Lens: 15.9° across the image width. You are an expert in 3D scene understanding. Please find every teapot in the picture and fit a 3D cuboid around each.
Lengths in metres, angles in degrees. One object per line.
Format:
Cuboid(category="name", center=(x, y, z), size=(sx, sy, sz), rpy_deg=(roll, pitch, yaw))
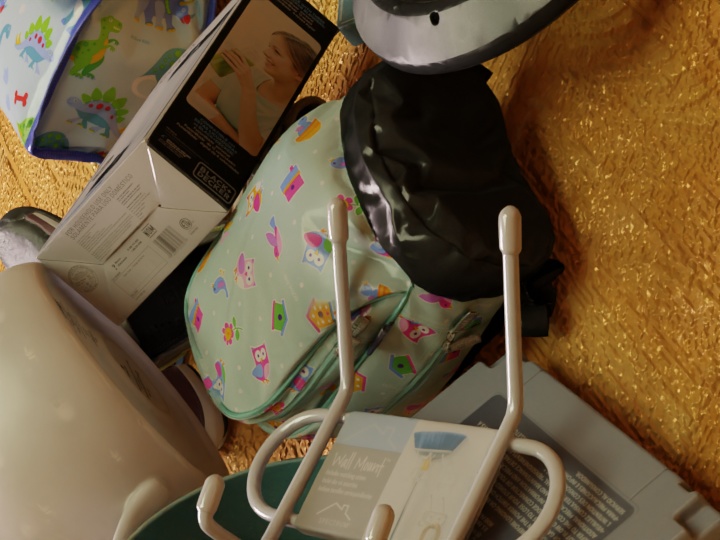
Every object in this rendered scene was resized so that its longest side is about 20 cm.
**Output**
Cuboid(category="teapot", center=(-0.174, 0.105, 1.394), size=(0.146, 0.198, 0.200), rpy_deg=(-41, -9, 2))

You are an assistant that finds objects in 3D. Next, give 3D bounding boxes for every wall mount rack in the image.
Cuboid(category="wall mount rack", center=(0.012, 0.059, 1.190), size=(0.200, 0.075, 0.174), rpy_deg=(5, 62, 45))

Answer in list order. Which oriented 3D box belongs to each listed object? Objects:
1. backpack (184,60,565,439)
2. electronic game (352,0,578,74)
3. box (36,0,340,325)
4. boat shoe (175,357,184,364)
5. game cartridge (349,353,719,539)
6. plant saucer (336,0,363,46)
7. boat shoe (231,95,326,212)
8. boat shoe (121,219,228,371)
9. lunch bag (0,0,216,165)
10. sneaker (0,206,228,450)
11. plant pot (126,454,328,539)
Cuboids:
Cuboid(category="backpack", center=(0.000, 0.000, 1.330), size=(0.200, 0.126, 0.167), rpy_deg=(-52, 38, 38))
Cuboid(category="electronic game", center=(0.074, -0.182, 1.279), size=(0.200, 0.042, 0.200), rpy_deg=(-31, 38, 28))
Cuboid(category="box", center=(-0.094, -0.073, 1.437), size=(0.117, 0.060, 0.200), rpy_deg=(-43, 12, 38))
Cuboid(category="boat shoe", center=(-0.146, 0.005, 1.670), size=(0.084, 0.068, 0.201), rpy_deg=(41, 120, 59))
Cuboid(category="game cartridge", center=(0.069, 0.118, 1.181), size=(0.133, 0.042, 0.200), rpy_deg=(-42, 32, -5))
Cuboid(category="plant saucer", center=(0.039, -0.178, 1.436), size=(0.200, 0.019, 0.070), rpy_deg=(-14, 69, 62))
Cuboid(category="boat shoe", center=(-0.040, -0.006, 1.472), size=(0.065, 0.071, 0.201), rpy_deg=(-41, 45, 52))
Cuboid(category="boat shoe", center=(-0.140, 0.031, 1.528), size=(0.072, 0.201, 0.060), rpy_deg=(59, 167, 2))
Cuboid(category="lunch bag", center=(-0.174, -0.186, 1.736), size=(0.200, 0.127, 0.170), rpy_deg=(-63, 34, 17))
Cuboid(category="sneaker", center=(-0.181, 0.059, 1.576), size=(0.200, 0.115, 0.076), rpy_deg=(47, 147, 7))
Cuboid(category="plant pot", center=(-0.021, 0.204, 1.276), size=(0.200, 0.200, 0.135), rpy_deg=(-129, 24, -55))
